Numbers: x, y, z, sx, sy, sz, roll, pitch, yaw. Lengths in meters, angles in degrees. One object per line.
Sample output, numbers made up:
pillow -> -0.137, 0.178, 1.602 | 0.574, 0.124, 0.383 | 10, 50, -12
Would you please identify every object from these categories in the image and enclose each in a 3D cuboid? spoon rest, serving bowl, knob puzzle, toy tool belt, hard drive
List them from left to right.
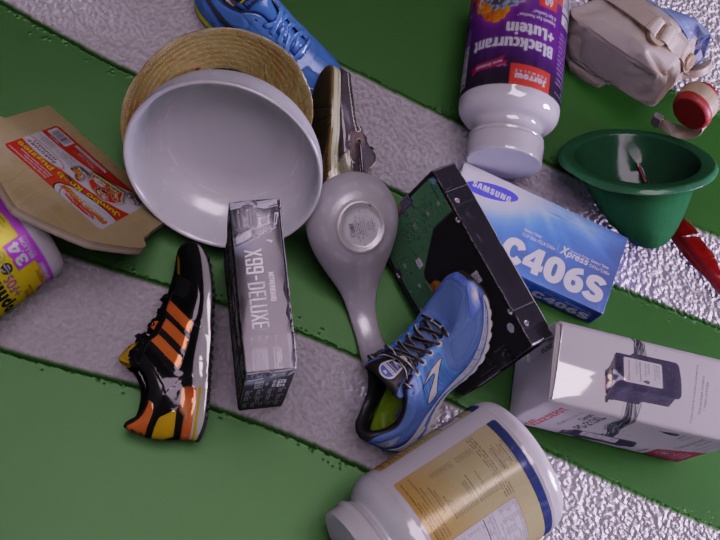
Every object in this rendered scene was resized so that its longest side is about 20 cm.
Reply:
knob puzzle -> -0.292, -0.077, 1.277 | 0.219, 0.220, 0.031 | 42, 112, 2
serving bowl -> -0.131, -0.119, 1.298 | 0.198, 0.201, 0.066 | 18, 40, -6
spoon rest -> 0.000, 0.000, 1.339 | 0.098, 0.061, 0.203 | -11, 97, -16
hard drive -> 0.100, 0.010, 1.331 | 0.038, 0.140, 0.201 | -22, 76, -35
toy tool belt -> 0.333, -0.251, 1.461 | 0.199, 0.125, 0.123 | 36, 62, 19

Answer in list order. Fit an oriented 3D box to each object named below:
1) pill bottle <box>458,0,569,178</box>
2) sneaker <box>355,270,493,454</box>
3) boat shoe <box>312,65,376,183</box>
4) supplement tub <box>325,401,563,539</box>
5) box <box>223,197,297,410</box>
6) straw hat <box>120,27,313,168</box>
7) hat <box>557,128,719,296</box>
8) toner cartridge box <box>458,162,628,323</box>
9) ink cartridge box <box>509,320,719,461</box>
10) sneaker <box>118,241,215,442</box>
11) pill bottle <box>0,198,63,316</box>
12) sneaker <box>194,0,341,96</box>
pill bottle -> 0.165, -0.208, 1.424 | 0.110, 0.111, 0.202 | 10, 72, -8
sneaker -> 0.059, 0.092, 1.283 | 0.078, 0.089, 0.202 | 34, 103, 35
boat shoe -> -0.016, -0.113, 1.384 | 0.065, 0.072, 0.204 | 2, 83, -22
supplement tub -> 0.079, 0.234, 1.263 | 0.199, 0.144, 0.145 | -30, 82, -17
box -> -0.099, 0.038, 1.253 | 0.049, 0.200, 0.160 | -5, 74, -9
straw hat -> -0.151, -0.179, 1.359 | 0.198, 0.203, 0.085 | 2, 33, -11
hat -> 0.308, -0.040, 1.446 | 0.164, 0.178, 0.199 | -21, 34, -33
toner cartridge box -> 0.180, -0.029, 1.412 | 0.198, 0.043, 0.096 | 24, 70, -4
ink cartridge box -> 0.265, 0.126, 1.331 | 0.198, 0.145, 0.085 | 14, 73, -7
sneaker -> -0.192, 0.067, 1.294 | 0.089, 0.070, 0.203 | 3, 76, -14
pill bottle -> -0.390, 0.015, 1.251 | 0.199, 0.104, 0.105 | -39, 85, -17
sneaker -> -0.096, -0.255, 1.404 | 0.199, 0.078, 0.066 | 38, 69, 0
